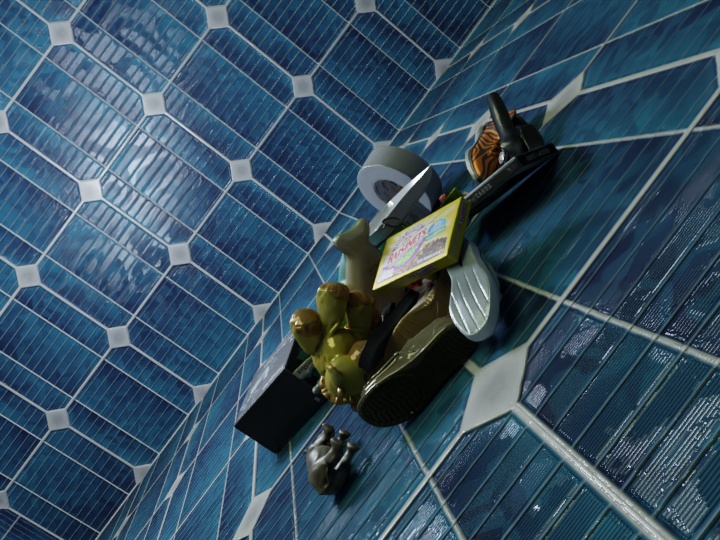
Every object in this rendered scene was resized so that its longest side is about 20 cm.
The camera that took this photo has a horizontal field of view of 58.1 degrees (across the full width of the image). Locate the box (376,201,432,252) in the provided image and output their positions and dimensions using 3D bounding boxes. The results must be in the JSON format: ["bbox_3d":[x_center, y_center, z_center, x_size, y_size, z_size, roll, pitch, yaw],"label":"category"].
[{"bbox_3d":[0.068,-0.025,1.323,0.200,0.097,0.177,-48,4,25],"label":"box"}]

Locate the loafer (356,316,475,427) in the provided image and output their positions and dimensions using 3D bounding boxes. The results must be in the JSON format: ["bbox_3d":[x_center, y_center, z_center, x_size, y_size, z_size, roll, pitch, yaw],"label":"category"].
[{"bbox_3d":[0.077,0.140,0.902,0.200,0.076,0.067,-41,12,12],"label":"loafer"}]

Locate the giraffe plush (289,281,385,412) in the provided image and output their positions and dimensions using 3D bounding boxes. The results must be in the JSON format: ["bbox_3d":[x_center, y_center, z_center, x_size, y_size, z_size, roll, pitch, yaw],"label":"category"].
[{"bbox_3d":[-0.026,0.143,1.061,0.201,0.172,0.162,-61,32,14],"label":"giraffe plush"}]

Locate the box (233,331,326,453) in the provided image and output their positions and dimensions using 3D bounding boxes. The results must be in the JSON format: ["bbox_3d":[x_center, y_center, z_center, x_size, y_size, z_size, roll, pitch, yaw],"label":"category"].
[{"bbox_3d":[-0.157,0.251,1.419,0.197,0.117,0.200,-49,13,22],"label":"box"}]

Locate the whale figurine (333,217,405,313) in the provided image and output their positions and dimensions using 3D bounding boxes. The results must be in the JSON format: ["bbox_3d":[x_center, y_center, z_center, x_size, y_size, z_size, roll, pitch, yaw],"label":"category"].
[{"bbox_3d":[0.000,0.000,1.173,0.159,0.201,0.104,-38,35,-22],"label":"whale figurine"}]

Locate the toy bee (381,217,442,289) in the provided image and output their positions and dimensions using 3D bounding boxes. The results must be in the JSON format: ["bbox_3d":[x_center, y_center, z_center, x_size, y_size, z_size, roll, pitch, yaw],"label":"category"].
[{"bbox_3d":[0.119,-0.013,1.122,0.200,0.130,0.109,-125,33,-62],"label":"toy bee"}]

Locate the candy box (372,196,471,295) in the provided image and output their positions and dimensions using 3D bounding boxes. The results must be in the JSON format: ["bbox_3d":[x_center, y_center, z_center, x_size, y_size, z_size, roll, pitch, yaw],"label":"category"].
[{"bbox_3d":[0.090,-0.033,0.991,0.200,0.026,0.103,-29,37,55],"label":"candy box"}]

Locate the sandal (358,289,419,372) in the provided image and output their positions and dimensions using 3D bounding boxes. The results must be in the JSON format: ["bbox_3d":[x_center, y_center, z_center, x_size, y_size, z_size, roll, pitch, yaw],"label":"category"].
[{"bbox_3d":[0.042,0.081,1.005,0.200,0.043,0.076,-40,-31,-56],"label":"sandal"}]

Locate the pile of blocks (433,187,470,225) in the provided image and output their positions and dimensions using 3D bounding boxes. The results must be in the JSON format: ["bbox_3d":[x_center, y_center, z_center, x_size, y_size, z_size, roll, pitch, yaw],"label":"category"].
[{"bbox_3d":[0.180,-0.119,1.288,0.082,0.062,0.200,-47,13,31],"label":"pile of blocks"}]

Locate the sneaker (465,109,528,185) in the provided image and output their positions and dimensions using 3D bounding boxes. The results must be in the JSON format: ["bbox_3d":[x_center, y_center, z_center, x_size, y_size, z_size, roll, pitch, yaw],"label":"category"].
[{"bbox_3d":[0.273,-0.249,1.267,0.112,0.077,0.201,-32,31,42],"label":"sneaker"}]

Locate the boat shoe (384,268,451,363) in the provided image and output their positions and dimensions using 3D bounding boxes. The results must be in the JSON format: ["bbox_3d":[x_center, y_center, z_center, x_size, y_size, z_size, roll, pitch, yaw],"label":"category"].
[{"bbox_3d":[0.109,0.076,0.986,0.200,0.071,0.069,-50,-11,-13],"label":"boat shoe"}]

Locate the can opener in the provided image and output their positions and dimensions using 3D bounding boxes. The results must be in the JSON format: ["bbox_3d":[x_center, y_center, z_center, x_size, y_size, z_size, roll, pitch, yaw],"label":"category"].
[{"bbox_3d":[0.274,-0.256,1.198,0.078,0.064,0.201,-15,46,0],"label":"can opener"}]

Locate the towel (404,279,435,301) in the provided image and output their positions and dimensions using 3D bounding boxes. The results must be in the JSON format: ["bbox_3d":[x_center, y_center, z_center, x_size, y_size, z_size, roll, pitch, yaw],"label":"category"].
[{"bbox_3d":[0.083,0.075,1.183,0.146,0.030,0.200,-45,14,37],"label":"towel"}]

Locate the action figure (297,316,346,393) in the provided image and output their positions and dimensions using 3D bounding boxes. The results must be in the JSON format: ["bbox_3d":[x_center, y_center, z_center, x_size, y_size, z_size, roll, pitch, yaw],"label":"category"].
[{"bbox_3d":[-0.061,0.146,1.202,0.055,0.118,0.201,-32,-26,-46],"label":"action figure"}]

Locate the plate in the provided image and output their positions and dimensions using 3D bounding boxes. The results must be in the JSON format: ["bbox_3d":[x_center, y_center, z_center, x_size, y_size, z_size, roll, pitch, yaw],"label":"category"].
[{"bbox_3d":[0.056,-0.104,1.300,0.200,0.032,0.200,-52,7,-29],"label":"plate"}]

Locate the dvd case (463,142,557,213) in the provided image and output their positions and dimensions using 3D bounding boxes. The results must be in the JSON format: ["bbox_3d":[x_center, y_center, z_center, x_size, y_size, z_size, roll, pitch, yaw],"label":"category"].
[{"bbox_3d":[0.220,-0.135,1.081,0.150,0.025,0.200,-27,-10,-48],"label":"dvd case"}]

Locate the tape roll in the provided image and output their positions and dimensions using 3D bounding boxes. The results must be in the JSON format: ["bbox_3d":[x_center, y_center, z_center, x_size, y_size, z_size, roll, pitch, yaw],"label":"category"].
[{"bbox_3d":[0.093,-0.206,1.564,0.066,0.200,0.200,-59,12,-24],"label":"tape roll"}]

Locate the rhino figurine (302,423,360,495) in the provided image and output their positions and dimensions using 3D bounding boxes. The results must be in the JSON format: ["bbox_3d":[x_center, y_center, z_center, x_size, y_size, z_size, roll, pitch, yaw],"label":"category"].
[{"bbox_3d":[-0.054,0.287,1.011,0.088,0.060,0.200,-65,8,-4],"label":"rhino figurine"}]

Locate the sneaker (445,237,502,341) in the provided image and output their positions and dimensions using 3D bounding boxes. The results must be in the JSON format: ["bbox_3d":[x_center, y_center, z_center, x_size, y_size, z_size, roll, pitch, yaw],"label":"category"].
[{"bbox_3d":[0.164,0.029,0.880,0.073,0.071,0.200,-41,25,27],"label":"sneaker"}]
